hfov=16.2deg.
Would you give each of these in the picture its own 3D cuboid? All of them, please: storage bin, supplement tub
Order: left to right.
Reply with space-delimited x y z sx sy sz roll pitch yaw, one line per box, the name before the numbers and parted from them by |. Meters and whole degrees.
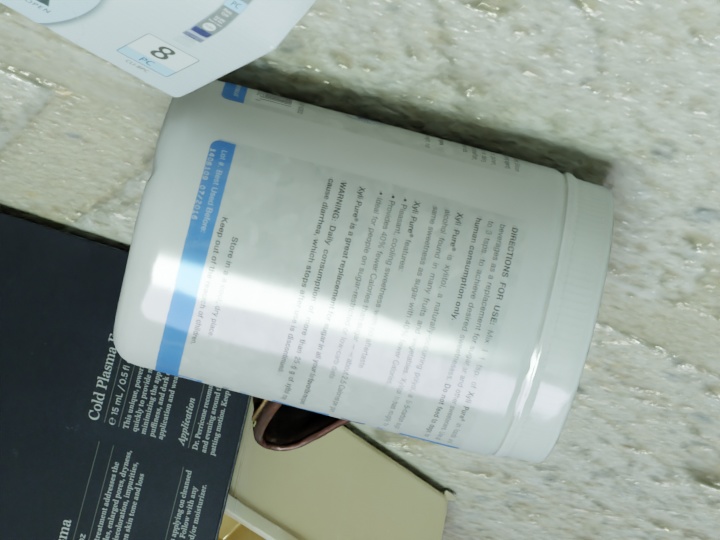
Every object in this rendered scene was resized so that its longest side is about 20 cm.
storage bin | -0.081 0.144 1.497 0.197 0.094 0.200 -10 147 39
supplement tub | 0.000 0.000 1.112 0.198 0.133 0.132 15 155 -3

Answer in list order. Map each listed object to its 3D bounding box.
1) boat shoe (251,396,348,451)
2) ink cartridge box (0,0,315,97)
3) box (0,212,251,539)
boat shoe | 0.007 0.043 1.273 0.070 0.071 0.200 24 152 -20
ink cartridge box | -0.076 -0.142 0.950 0.159 0.048 0.199 28 153 -29
box | -0.161 0.091 1.299 0.181 0.201 0.104 18 156 -11
